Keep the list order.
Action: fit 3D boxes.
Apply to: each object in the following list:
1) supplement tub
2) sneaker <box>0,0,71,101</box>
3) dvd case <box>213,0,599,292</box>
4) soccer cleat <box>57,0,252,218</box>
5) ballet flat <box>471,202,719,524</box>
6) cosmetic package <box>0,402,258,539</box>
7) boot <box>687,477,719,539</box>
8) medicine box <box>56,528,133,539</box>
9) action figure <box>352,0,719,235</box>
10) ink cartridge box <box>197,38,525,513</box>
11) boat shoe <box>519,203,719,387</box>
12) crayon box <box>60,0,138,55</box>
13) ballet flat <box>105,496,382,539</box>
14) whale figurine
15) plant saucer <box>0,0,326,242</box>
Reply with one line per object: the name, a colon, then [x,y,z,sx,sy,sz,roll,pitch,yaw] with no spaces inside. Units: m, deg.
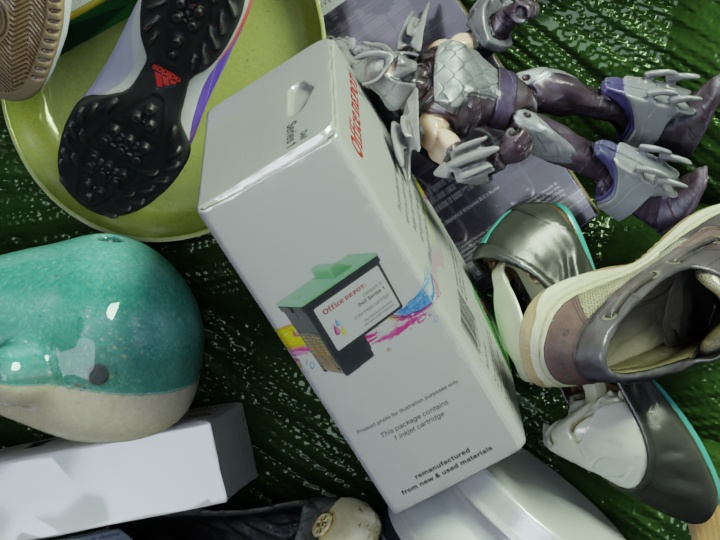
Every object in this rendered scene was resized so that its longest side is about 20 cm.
supplement tub: [0.045,0.202,1.163,0.140,0.140,0.201,38,101,4]
sneaker: [-0.164,-0.195,1.123,0.070,0.109,0.201,16,124,14]
dvd case: [0.020,-0.075,1.202,0.148,0.016,0.201,-34,90,13]
soccer cleat: [-0.103,-0.110,1.137,0.068,0.073,0.201,29,129,-3]
ballet flat: [0.120,0.060,1.154,0.068,0.068,0.201,-27,84,-30]
cosmetic package: [-0.166,0.121,1.221,0.198,0.083,0.051,-12,94,10]
boot: [0.268,0.190,1.152,0.143,0.071,0.203,-18,84,22]
medicine box: [-0.132,0.273,1.153,0.200,0.102,0.184,34,122,41]
action figure: [0.090,-0.089,1.137,0.198,0.069,0.131,15,60,-11]
ink cartridge box: [0.000,0.000,1.107,0.084,0.145,0.201,-28,112,10]
boat shoe: [0.172,0.017,1.106,0.065,0.199,0.073,20,121,49]
crayon box: [-0.130,-0.214,1.167,0.199,0.051,0.128,-26,81,15]
ballet flat: [-0.069,0.156,1.180,0.199,0.067,0.057,-15,128,41]
whale figurine: [-0.182,0.024,1.167,0.198,0.159,0.105,13,104,-1]
plant saucer: [-0.109,-0.116,1.200,0.198,0.031,0.202,0,89,17]
